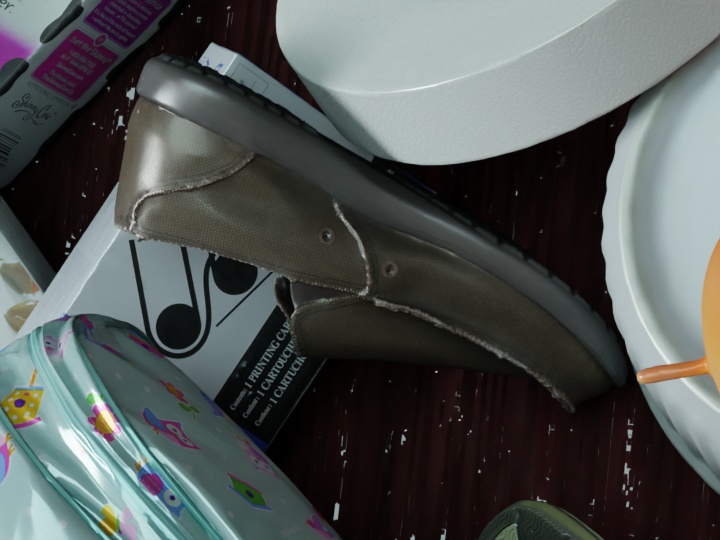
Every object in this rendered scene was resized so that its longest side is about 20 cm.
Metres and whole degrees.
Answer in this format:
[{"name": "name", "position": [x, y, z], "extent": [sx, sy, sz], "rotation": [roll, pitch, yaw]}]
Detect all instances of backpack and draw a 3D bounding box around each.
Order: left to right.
[{"name": "backpack", "position": [-0.067, 0.115, 0.727], "extent": [0.127, 0.167, 0.200], "rotation": [-43, 81, -3]}]

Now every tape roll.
[{"name": "tape roll", "position": [0.062, -0.120, 0.775], "extent": [0.202, 0.037, 0.203], "rotation": [-26, 34, 19]}]

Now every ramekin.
[{"name": "ramekin", "position": [0.172, -0.010, 0.729], "extent": [0.199, 0.105, 0.202], "rotation": [-5, 76, 19]}]

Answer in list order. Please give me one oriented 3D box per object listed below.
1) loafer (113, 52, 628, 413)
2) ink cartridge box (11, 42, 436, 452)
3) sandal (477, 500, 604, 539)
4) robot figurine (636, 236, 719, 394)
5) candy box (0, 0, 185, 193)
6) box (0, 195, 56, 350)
[{"name": "loafer", "position": [0.000, 0.000, 0.777], "extent": [0.199, 0.073, 0.071], "rotation": [30, 95, -10]}, {"name": "ink cartridge box", "position": [-0.068, 0.027, 0.816], "extent": [0.094, 0.044, 0.201], "rotation": [33, 90, -20]}, {"name": "sandal", "position": [0.117, 0.152, 0.742], "extent": [0.201, 0.057, 0.080], "rotation": [38, 123, 7]}, {"name": "robot figurine", "position": [0.174, -0.006, 0.603], "extent": [0.200, 0.144, 0.117], "rotation": [-41, 53, 14]}, {"name": "candy box", "position": [-0.144, -0.134, 0.902], "extent": [0.200, 0.061, 0.137], "rotation": [-45, 68, 7]}, {"name": "box", "position": [-0.159, -0.025, 0.842], "extent": [0.039, 0.041, 0.201], "rotation": [-33, 100, 5]}]
